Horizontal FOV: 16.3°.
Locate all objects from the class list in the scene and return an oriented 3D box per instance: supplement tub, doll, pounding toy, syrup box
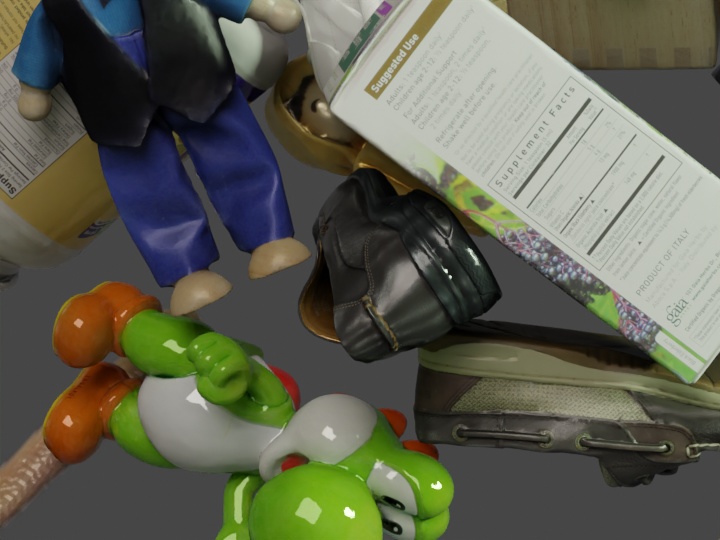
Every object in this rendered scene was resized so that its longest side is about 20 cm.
[{"bbox_3d":[-0.151,-0.092,1.229,0.200,0.145,0.146,-40,59,9],"label":"supplement tub"},{"bbox_3d":[-0.088,-0.087,1.133,0.136,0.048,0.200,-24,99,6],"label":"doll"},{"bbox_3d":[0.101,-0.202,1.210,0.142,0.184,0.200,1,41,12],"label":"pounding toy"},{"bbox_3d":[0.084,-0.045,1.090,0.200,0.079,0.082,36,95,-8],"label":"syrup box"}]

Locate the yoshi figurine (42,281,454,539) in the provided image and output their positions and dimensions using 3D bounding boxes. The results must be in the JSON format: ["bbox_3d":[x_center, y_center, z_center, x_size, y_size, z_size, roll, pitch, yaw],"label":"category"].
[{"bbox_3d":[-0.058,0.086,1.159,0.200,0.112,0.112,22,82,19],"label":"yoshi figurine"}]

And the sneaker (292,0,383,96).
[{"bbox_3d":[0.031,-0.088,1.181,0.080,0.076,0.200,-41,75,7],"label":"sneaker"}]

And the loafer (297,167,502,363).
[{"bbox_3d":[0.000,0.000,1.153,0.072,0.200,0.073,-34,98,-7],"label":"loafer"}]

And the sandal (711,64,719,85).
[{"bbox_3d":[0.213,-0.025,1.188,0.043,0.076,0.200,-38,56,19],"label":"sandal"}]

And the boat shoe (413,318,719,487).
[{"bbox_3d":[0.121,0.067,1.155,0.200,0.073,0.065,11,101,3],"label":"boat shoe"}]

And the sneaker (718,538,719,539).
[{"bbox_3d":[0.194,0.127,1.097,0.084,0.075,0.200,22,67,22],"label":"sneaker"}]

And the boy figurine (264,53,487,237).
[{"bbox_3d":[0.047,-0.064,1.244,0.200,0.064,0.125,20,69,18],"label":"boy figurine"}]
